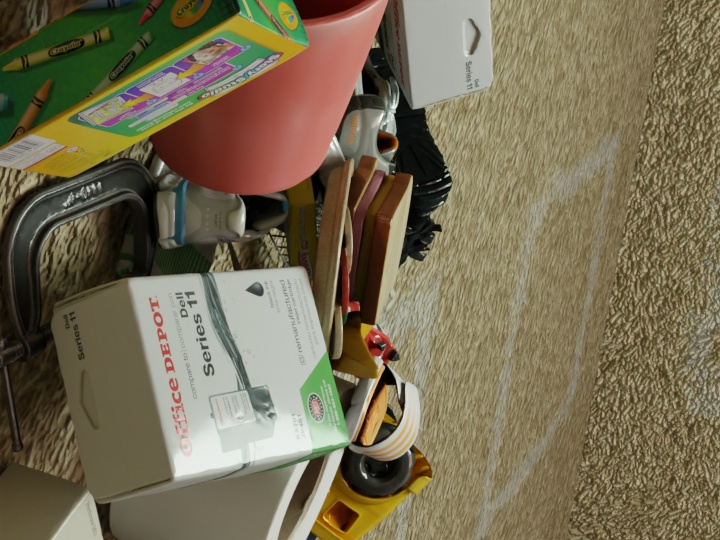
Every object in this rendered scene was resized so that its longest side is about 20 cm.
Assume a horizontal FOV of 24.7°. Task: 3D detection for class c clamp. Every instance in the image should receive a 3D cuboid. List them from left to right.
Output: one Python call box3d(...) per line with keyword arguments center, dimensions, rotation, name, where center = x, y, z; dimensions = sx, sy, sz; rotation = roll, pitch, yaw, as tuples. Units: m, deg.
box3d(center=(-0.208, 0.011, 1.207), dimensions=(0.200, 0.027, 0.172), rotation=(-38, 129, -50), name="c clamp")

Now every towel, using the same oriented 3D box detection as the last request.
box3d(center=(-0.140, -0.060, 1.372), dimensions=(0.153, 0.023, 0.201), rotation=(64, 44, -62), name="towel")

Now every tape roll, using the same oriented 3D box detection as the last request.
box3d(center=(-0.107, 0.164, 1.403), dimensions=(0.203, 0.139, 0.204), rotation=(22, 90, -79), name="tape roll")

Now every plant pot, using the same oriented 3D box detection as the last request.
box3d(center=(-0.083, -0.168, 1.226), dimensions=(0.201, 0.200, 0.178), rotation=(-56, 163, -44), name="plant pot")

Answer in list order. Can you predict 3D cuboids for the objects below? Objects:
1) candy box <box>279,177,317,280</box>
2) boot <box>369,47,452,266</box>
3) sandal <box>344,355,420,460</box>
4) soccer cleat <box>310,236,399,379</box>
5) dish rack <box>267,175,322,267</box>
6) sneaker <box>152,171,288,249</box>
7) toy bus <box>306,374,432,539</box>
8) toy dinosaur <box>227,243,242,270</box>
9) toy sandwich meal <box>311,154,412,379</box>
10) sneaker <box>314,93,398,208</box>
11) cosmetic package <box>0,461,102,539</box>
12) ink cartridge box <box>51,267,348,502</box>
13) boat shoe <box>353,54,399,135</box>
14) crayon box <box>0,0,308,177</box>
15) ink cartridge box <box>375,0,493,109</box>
box3d(center=(-0.060, -0.099, 1.411), dimensions=(0.102, 0.026, 0.201), rotation=(87, -6, -52), name="candy box")
box3d(center=(0.025, -0.108, 1.707), dimensions=(0.199, 0.073, 0.163), rotation=(67, -23, 20), name="boot")
box3d(center=(0.025, 0.128, 1.436), dimensions=(0.207, 0.059, 0.080), rotation=(72, 40, -78), name="sandal")
box3d(center=(-0.027, 0.034, 1.595), dimensions=(0.069, 0.085, 0.200), rotation=(-46, 138, -14), name="soccer cleat")
box3d(center=(-0.040, -0.070, 1.608), dimensions=(0.200, 0.054, 0.154), rotation=(67, 42, -61), name="dish rack")
box3d(center=(-0.094, -0.055, 1.333), dimensions=(0.200, 0.086, 0.075), rotation=(-48, 141, -68), name="sneaker")
box3d(center=(-0.059, 0.187, 1.609), dimensions=(0.192, 0.200, 0.136), rotation=(-47, -165, 5), name="toy bus")
box3d(center=(-0.076, 0.048, 1.481), dimensions=(0.058, 0.101, 0.200), rotation=(-51, 151, -9), name="toy dinosaur")
box3d(center=(0.000, 0.000, 1.358), dimensions=(0.205, 0.070, 0.206), rotation=(7, 90, -90), name="toy sandwich meal")
box3d(center=(-0.001, -0.080, 1.471), dimensions=(0.201, 0.079, 0.074), rotation=(79, -3, -54), name="sneaker")
box3d(center=(-0.263, 0.247, 1.166), dimensions=(0.104, 0.073, 0.200), rotation=(86, 27, -42), name="cosmetic package")
box3d(center=(-0.114, 0.079, 1.200), dimensions=(0.200, 0.083, 0.147), rotation=(-5, 78, -53), name="ink cartridge box")
box3d(center=(-0.002, -0.162, 1.476), dimensions=(0.202, 0.064, 0.075), rotation=(54, 37, -59), name="boat shoe")
box3d(center=(-0.145, -0.131, 1.049), dimensions=(0.059, 0.199, 0.119), rotation=(66, 16, 10), name="crayon box")
box3d(center=(0.047, -0.269, 1.504), dimensions=(0.147, 0.083, 0.201), rotation=(82, -12, -49), name="ink cartridge box")
